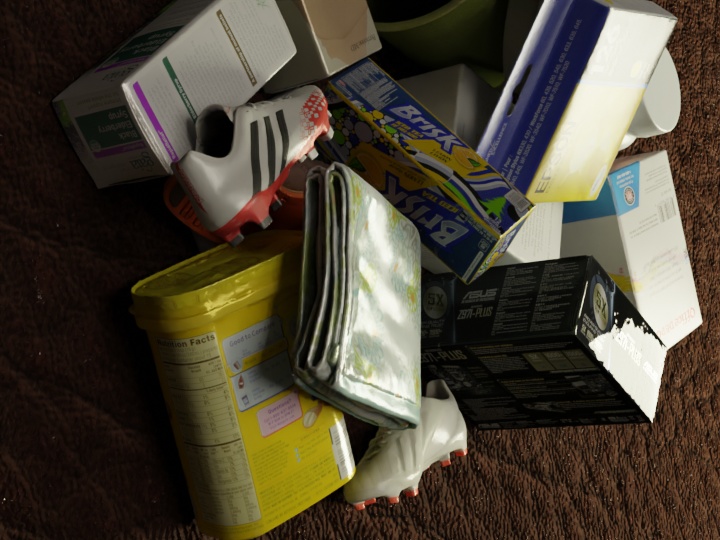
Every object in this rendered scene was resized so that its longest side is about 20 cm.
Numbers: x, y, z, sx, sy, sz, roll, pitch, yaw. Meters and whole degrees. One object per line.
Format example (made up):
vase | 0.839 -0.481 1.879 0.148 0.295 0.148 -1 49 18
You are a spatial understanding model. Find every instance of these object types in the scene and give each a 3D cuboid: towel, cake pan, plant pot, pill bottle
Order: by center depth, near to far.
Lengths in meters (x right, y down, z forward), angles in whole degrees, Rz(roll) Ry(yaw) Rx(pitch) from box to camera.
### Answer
towel | 0.005 0.025 1.151 0.200 0.048 0.173 38 53 -64
cake pan | 0.180 -0.249 1.385 0.200 0.036 0.203 16 90 -71
plant pot | 0.084 -0.266 1.397 0.190 0.198 0.202 42 51 -54
pill bottle | 0.222 -0.173 1.528 0.114 0.198 0.116 13 73 -51

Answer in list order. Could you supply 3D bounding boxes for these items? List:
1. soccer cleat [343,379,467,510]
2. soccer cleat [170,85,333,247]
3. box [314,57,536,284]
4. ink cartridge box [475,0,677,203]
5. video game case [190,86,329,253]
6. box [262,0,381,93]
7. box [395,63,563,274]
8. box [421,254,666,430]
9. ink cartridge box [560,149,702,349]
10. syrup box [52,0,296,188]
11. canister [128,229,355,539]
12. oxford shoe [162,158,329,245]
soccer cleat | 0.035 0.157 1.332 0.200 0.069 0.078 -23 97 -60
soccer cleat | -0.079 -0.100 1.100 0.085 0.068 0.201 50 36 -18
box | 0.049 -0.086 1.265 0.200 0.070 0.064 43 47 11
ink cartridge box | 0.197 -0.157 1.359 0.199 0.047 0.199 -10 128 -54
video game case | -0.071 -0.034 1.259 0.182 0.022 0.202 -39 115 -49
box | -0.064 -0.265 1.264 0.095 0.077 0.202 -37 111 -48
box | 0.105 -0.081 1.432 0.199 0.105 0.154 31 59 -46
box | 0.164 0.074 1.402 0.164 0.198 0.087 44 52 -38
ink cartridge box | 0.259 -0.009 1.592 0.147 0.144 0.202 -22 100 -52
syrup box | -0.140 -0.151 1.143 0.200 0.078 0.082 -51 123 -45
canister | -0.085 0.088 1.138 0.148 0.086 0.202 -25 110 -38
oxford shoe | -0.084 -0.066 1.195 0.199 0.071 0.073 10 44 -46
